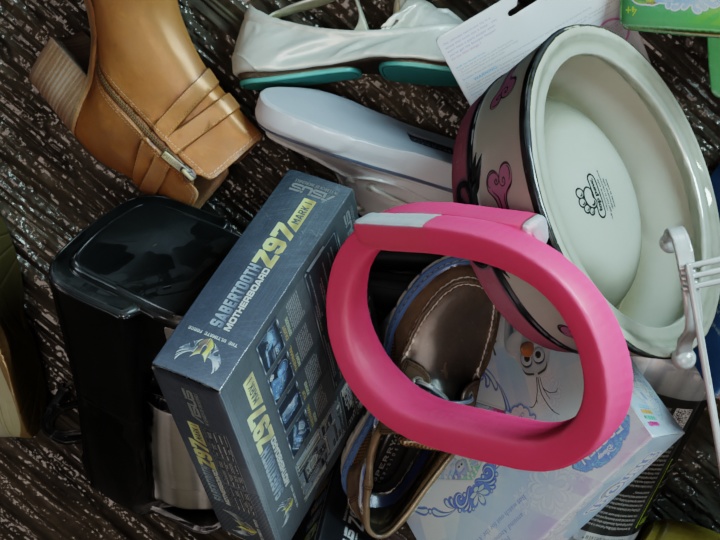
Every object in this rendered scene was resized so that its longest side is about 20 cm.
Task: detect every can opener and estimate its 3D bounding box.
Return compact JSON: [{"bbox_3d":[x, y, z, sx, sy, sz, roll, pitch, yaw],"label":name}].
[{"bbox_3d":[0.000,0.000,0.865,0.199,0.064,0.079,-4,152,35],"label":"can opener"}]

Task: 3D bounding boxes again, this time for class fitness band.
[{"bbox_3d":[0.058,0.035,0.681,0.199,0.037,0.144,9,119,42],"label":"fitness band"}]

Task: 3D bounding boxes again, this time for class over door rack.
[{"bbox_3d":[0.248,0.062,0.659,0.147,0.067,0.201,-12,89,5],"label":"over door rack"}]

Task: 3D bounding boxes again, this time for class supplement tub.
[{"bbox_3d":[0.163,0.118,0.882,0.122,0.123,0.201,22,108,-2],"label":"supplement tub"}]

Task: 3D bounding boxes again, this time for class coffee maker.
[{"bbox_3d":[-0.152,0.063,0.862,0.191,0.135,0.201,4,127,6],"label":"coffee maker"}]

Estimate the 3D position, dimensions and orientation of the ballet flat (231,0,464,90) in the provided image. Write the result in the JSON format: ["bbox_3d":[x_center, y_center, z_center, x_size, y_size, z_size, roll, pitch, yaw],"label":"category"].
[{"bbox_3d":[0.010,-0.158,0.844,0.199,0.069,0.070,0,108,6],"label":"ballet flat"}]

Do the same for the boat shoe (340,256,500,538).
[{"bbox_3d":[0.045,0.086,0.793,0.072,0.072,0.201,11,117,-15],"label":"boat shoe"}]

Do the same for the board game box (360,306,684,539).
[{"bbox_3d":[0.088,0.092,0.842,0.200,0.043,0.200,-50,54,30],"label":"board game box"}]

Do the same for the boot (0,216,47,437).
[{"bbox_3d":[-0.331,0.038,0.933,0.154,0.072,0.201,-6,108,10],"label":"boot"}]

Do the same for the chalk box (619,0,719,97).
[{"bbox_3d":[0.239,-0.201,0.747,0.124,0.123,0.201,12,110,40],"label":"chalk box"}]

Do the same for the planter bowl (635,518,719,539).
[{"bbox_3d":[0.210,0.241,0.891,0.083,0.200,0.201,43,107,7],"label":"planter bowl"}]

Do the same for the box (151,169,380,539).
[{"bbox_3d":[-0.048,0.062,0.775,0.051,0.158,0.200,17,147,22],"label":"box"}]

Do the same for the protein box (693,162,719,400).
[{"bbox_3d":[0.307,-0.011,0.782,0.134,0.199,0.200,29,108,-11],"label":"protein box"}]

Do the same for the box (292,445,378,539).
[{"bbox_3d":[-0.040,0.217,0.893,0.049,0.200,0.162,30,109,-4],"label":"box"}]

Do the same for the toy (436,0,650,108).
[{"bbox_3d":[0.137,-0.112,0.826,0.115,0.047,0.200,-29,124,7],"label":"toy"}]

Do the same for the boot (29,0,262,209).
[{"bbox_3d":[-0.124,-0.142,0.836,0.155,0.074,0.200,43,129,3],"label":"boot"}]

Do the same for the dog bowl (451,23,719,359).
[{"bbox_3d":[0.133,-0.039,0.736,0.074,0.200,0.201,-18,108,41],"label":"dog bowl"}]

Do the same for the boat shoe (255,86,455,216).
[{"bbox_3d":[0.016,-0.066,0.853,0.199,0.074,0.066,19,116,-13],"label":"boat shoe"}]
